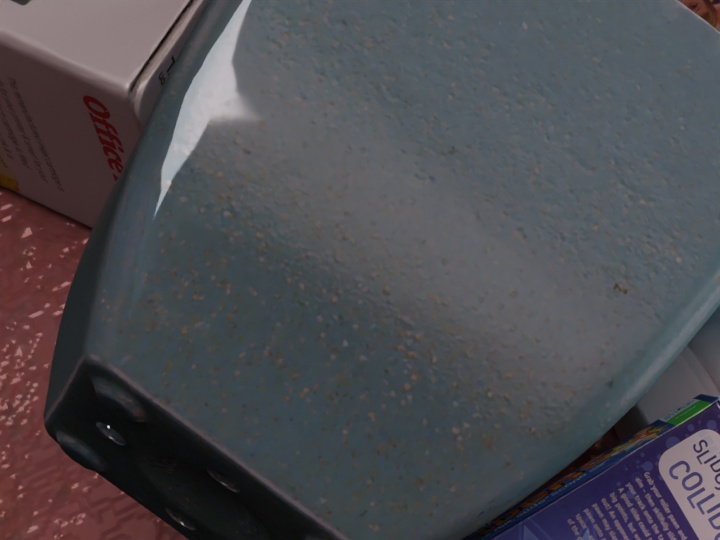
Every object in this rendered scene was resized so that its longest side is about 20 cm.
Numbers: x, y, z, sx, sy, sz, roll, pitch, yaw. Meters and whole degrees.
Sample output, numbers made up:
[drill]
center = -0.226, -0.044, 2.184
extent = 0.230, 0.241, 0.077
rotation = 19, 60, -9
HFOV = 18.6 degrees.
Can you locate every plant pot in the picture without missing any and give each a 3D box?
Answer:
[plant pot]
center = 0.000, 0.000, 0.737
extent = 0.196, 0.196, 0.200
rotation = 37, 68, -3

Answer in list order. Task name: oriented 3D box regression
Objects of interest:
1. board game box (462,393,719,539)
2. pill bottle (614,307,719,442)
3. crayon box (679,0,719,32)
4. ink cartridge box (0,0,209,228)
[board game box]
center = 0.113, 0.161, 0.745
extent = 0.135, 0.034, 0.200
rotation = -30, 91, -3
[pill bottle]
center = 0.196, 0.029, 0.816
extent = 0.200, 0.111, 0.111
rotation = -25, 61, -4
[crayon box]
center = 0.084, -0.081, 0.851
extent = 0.200, 0.119, 0.058
rotation = -4, 32, 28
[ink cartridge box]
center = -0.140, -0.098, 0.917
extent = 0.200, 0.146, 0.083
rotation = 25, 66, 19
